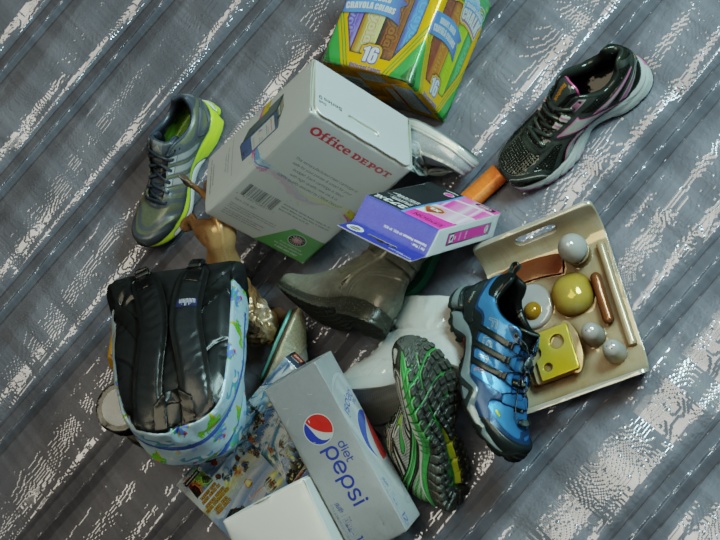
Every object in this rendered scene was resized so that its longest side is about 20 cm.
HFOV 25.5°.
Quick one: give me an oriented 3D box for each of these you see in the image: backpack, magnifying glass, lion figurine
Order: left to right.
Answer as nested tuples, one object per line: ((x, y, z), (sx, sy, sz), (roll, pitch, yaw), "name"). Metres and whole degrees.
((-0.188, 0.107, 1.702), (0.161, 0.155, 0.201), (-11, 41, 2), "backpack")
((-0.155, -0.010, 1.828), (0.072, 0.201, 0.123), (-29, 30, -8), "lion figurine")
((0.085, -0.043, 1.804), (0.200, 0.022, 0.080), (-43, 61, 8), "magnifying glass")

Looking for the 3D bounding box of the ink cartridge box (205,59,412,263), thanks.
((-0.058, -0.117, 1.766), (0.200, 0.144, 0.088), (-38, 37, 37), "ink cartridge box")

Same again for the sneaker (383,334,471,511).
((0.055, 0.160, 1.668), (0.084, 0.078, 0.202), (9, 119, 34), "sneaker")

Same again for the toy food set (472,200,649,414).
((0.210, 0.041, 1.693), (0.142, 0.060, 0.202), (-22, 65, 17), "toy food set")

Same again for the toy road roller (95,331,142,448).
((-0.208, 0.116, 1.830), (0.144, 0.123, 0.203), (2, 74, 13), "toy road roller")

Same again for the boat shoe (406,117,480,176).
((0.048, -0.140, 1.824), (0.201, 0.074, 0.065), (22, 89, 33), "boat shoe")

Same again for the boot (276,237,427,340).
((0.000, 0.000, 1.788), (0.199, 0.068, 0.131), (14, 68, 51), "boot")

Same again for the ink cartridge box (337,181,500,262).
((0.065, -0.054, 1.695), (0.094, 0.199, 0.037), (26, 112, 24), "ink cartridge box")

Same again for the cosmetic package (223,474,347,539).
((-0.047, 0.323, 1.670), (0.107, 0.085, 0.202), (-27, 83, 16), "cosmetic package")

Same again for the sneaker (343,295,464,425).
((0.038, 0.096, 1.759), (0.198, 0.074, 0.117), (-21, 44, 30), "sneaker")

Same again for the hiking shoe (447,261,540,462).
((0.148, 0.096, 1.648), (0.086, 0.074, 0.202), (-30, 63, 35), "hiking shoe")

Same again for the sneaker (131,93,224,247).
((-0.237, -0.127, 1.942), (0.073, 0.081, 0.202), (13, 79, 28), "sneaker")

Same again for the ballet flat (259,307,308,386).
((-0.092, 0.143, 1.809), (0.062, 0.067, 0.202), (24, 88, 2), "ballet flat")

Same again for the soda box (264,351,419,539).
((-0.018, 0.191, 1.664), (0.068, 0.063, 0.201), (-29, 89, 17), "soda box")

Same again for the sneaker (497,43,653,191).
((0.223, -0.179, 1.744), (0.200, 0.086, 0.080), (-45, 59, 6), "sneaker")

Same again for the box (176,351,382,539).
((-0.089, 0.208, 1.740), (0.137, 0.040, 0.200), (43, 106, 6), "box")

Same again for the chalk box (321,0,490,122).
((0.064, -0.296, 1.835), (0.123, 0.125, 0.202), (19, 83, 28), "chalk box")
